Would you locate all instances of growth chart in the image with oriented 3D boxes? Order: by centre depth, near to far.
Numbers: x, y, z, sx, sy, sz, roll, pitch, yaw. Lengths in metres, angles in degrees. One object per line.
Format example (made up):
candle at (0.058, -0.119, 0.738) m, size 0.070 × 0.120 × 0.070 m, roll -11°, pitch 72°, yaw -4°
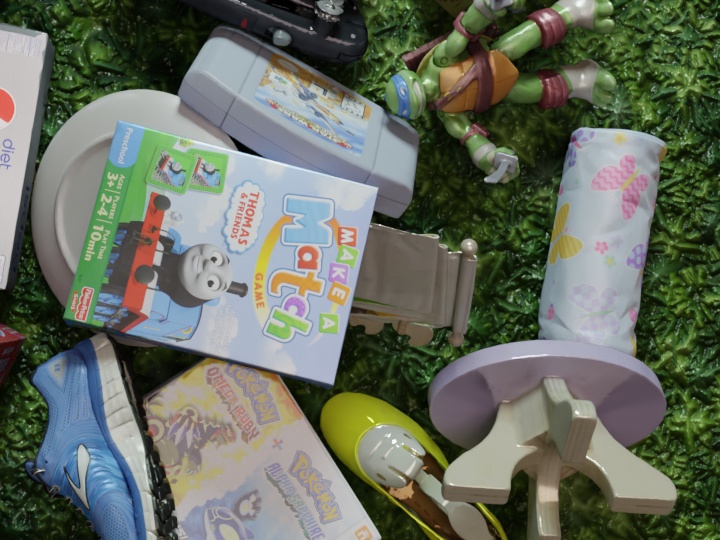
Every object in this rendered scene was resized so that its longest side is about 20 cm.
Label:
growth chart at (0.000, 0.000, 0.968) m, size 0.198 × 0.145 × 0.018 m, roll 16°, pitch 50°, yaw 0°

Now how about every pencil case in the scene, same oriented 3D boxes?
pencil case at (0.209, -0.022, 1.031) m, size 0.090 × 0.083 × 0.202 m, roll 9°, pitch 87°, yaw -18°

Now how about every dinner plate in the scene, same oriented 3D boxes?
dinner plate at (-0.175, -0.040, 0.936) m, size 0.198 × 0.024 × 0.202 m, roll 2°, pitch 95°, yaw 17°

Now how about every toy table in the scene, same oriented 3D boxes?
toy table at (0.157, 0.140, 0.971) m, size 0.198 × 0.118 × 0.185 m, roll -5°, pitch 129°, yaw 3°

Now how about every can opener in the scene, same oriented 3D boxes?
can opener at (-0.085, -0.213, 0.966) m, size 0.198 × 0.079 × 0.064 m, roll 18°, pitch 50°, yaw -15°

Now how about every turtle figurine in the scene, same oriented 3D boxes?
turtle figurine at (0.130, -0.152, 0.964) m, size 0.193 × 0.200 × 0.145 m, roll -21°, pitch 88°, yaw -22°

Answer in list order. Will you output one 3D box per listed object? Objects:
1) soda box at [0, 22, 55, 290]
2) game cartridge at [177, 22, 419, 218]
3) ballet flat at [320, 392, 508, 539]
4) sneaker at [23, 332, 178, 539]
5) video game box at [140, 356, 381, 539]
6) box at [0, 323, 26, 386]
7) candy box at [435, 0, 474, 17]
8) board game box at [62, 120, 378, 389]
soda box at (-0.287, -0.087, 0.938) m, size 0.063 × 0.068 × 0.202 m, roll 9°, pitch 87°, yaw -10°
game cartridge at (-0.043, -0.120, 0.960) m, size 0.199 × 0.133 × 0.042 m, roll 28°, pitch 115°, yaw -10°
ballet flat at (0.050, 0.175, 1.003) m, size 0.200 × 0.067 × 0.067 m, roll 44°, pitch 82°, yaw -7°
sneaker at (-0.191, 0.153, 0.875) m, size 0.088 × 0.079 × 0.202 m, roll -18°, pitch 76°, yaw -2°
video game box at (-0.110, 0.178, 0.944) m, size 0.182 × 0.047 × 0.201 m, roll -34°, pitch 94°, yaw -12°
box at (-0.313, 0.072, 0.863) m, size 0.095 × 0.200 × 0.100 m, roll 28°, pitch 84°, yaw -7°
candy box at (0.135, -0.313, 1.004) m, size 0.055 × 0.115 × 0.200 m, roll 39°, pitch 82°, yaw -9°
board game box at (-0.099, -0.011, 0.880) m, size 0.198 × 0.037 × 0.153 m, roll 14°, pitch 79°, yaw -5°
